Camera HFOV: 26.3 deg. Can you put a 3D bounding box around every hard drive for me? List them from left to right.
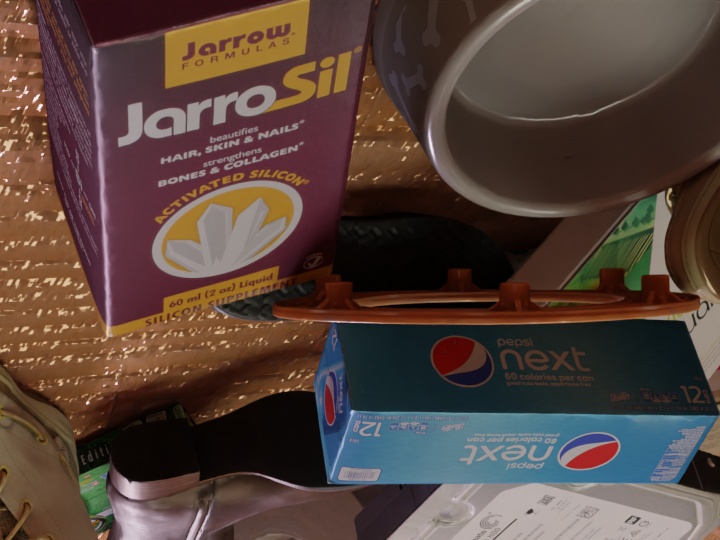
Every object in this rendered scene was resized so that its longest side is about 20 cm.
[{"bbox_3d":[0.115,0.146,0.931,0.199,0.038,0.140,19,130,-29],"label":"hard drive"}]

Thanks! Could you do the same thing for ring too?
[{"bbox_3d":[0.058,0.010,0.722,0.199,0.019,0.200,-1,-179,0],"label":"ring"}]

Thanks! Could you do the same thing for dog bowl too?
[{"bbox_3d":[0.108,-0.100,0.706,0.199,0.059,0.200,-10,146,-7],"label":"dog bowl"}]

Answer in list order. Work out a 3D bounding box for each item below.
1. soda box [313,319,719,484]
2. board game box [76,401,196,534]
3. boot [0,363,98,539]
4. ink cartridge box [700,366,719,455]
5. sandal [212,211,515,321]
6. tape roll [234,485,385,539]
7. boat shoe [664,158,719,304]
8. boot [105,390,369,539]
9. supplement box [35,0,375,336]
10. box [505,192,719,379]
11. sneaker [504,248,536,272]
[{"bbox_3d":[0.080,0.068,0.812,0.199,0.068,0.064,3,137,-15],"label":"soda box"},{"bbox_3d":[-0.190,0.148,0.972,0.199,0.024,0.105,-24,152,-3],"label":"board game box"},{"bbox_3d":[-0.189,0.130,0.796,0.072,0.155,0.200,-29,153,7],"label":"boot"},{"bbox_3d":[0.192,0.121,1.180,0.199,0.075,0.165,-10,147,-25],"label":"ink cartridge box"},{"bbox_3d":[0.000,-0.001,0.830,0.200,0.048,0.076,11,95,-29],"label":"sandal"},{"bbox_3d":[-0.039,0.232,1.049,0.200,0.201,0.066,-39,149,25],"label":"tape roll"},{"bbox_3d":[0.192,-0.039,0.807,0.064,0.072,0.200,-7,-159,35],"label":"boat shoe"},{"bbox_3d":[-0.076,0.156,0.977,0.185,0.064,0.200,1,144,-11],"label":"boot"},{"bbox_3d":[-0.066,-0.069,0.626,0.110,0.086,0.200,-16,151,-16],"label":"supplement box"},{"bbox_3d":[0.162,0.026,0.918,0.144,0.036,0.200,-48,139,-16],"label":"box"},{"bbox_3d":[0.079,0.023,0.921,0.199,0.071,0.093,-18,158,-8],"label":"sneaker"}]
